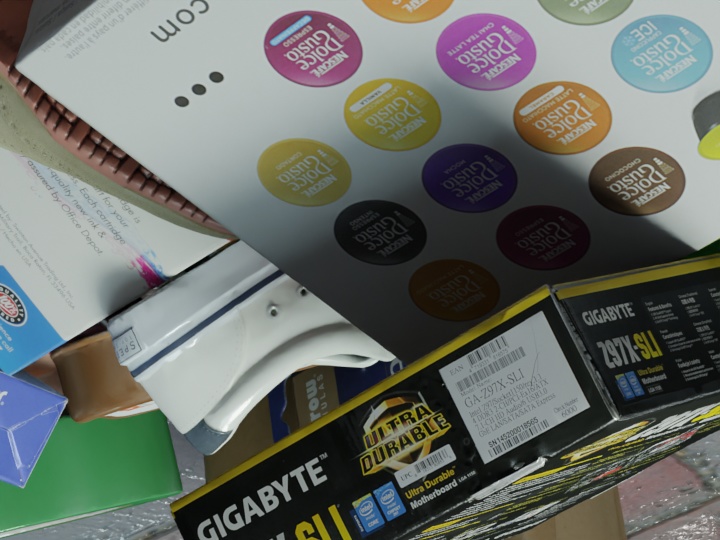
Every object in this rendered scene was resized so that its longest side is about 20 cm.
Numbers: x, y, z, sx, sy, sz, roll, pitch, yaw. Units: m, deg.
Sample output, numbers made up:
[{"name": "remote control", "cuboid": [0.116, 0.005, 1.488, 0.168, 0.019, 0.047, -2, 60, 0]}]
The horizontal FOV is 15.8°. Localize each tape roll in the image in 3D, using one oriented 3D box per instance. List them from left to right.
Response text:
[{"name": "tape roll", "cuboid": [-0.189, 0.109, 1.267, 0.200, 0.048, 0.200, -13, 175, -1]}]

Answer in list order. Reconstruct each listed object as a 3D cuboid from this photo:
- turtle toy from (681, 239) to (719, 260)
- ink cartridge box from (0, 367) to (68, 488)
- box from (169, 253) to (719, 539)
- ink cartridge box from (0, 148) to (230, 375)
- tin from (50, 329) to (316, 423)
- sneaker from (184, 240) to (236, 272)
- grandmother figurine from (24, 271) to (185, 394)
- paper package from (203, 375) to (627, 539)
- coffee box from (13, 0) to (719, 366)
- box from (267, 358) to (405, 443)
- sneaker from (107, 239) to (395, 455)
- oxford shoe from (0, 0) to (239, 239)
[{"name": "turtle toy", "cuboid": [0.151, -0.017, 0.970, 0.146, 0.101, 0.200, -26, 148, 26]}, {"name": "ink cartridge box", "cuboid": [-0.217, 0.024, 1.087, 0.094, 0.200, 0.044, 28, 89, -44]}, {"name": "box", "cuboid": [0.058, 0.050, 0.843, 0.160, 0.049, 0.200, -34, 167, 31]}, {"name": "ink cartridge box", "cuboid": [-0.092, -0.056, 0.974, 0.200, 0.067, 0.116, -29, 101, 39]}, {"name": "tin", "cuboid": [-0.037, 0.026, 1.128, 0.200, 0.042, 0.112, -17, 172, 13]}, {"name": "sneaker", "cuboid": [-0.086, -0.056, 1.104, 0.087, 0.076, 0.200, 10, 153, 13]}, {"name": "grandmother figurine", "cuboid": [-0.140, 0.039, 1.239, 0.200, 0.061, 0.121, -15, 157, 15]}, {"name": "paper package", "cuboid": [0.026, 0.115, 1.262, 0.190, 0.200, 0.103, -24, 144, 25]}, {"name": "coffee box", "cuboid": [0.041, -0.122, 0.841, 0.200, 0.200, 0.198, -31, 124, 34]}, {"name": "box", "cuboid": [0.027, 0.030, 1.199, 0.200, 0.121, 0.032, -28, 144, 29]}, {"name": "sneaker", "cuboid": [0.000, 0.000, 1.001, 0.200, 0.071, 0.073, -32, -176, -14]}, {"name": "oxford shoe", "cuboid": [-0.108, -0.070, 0.900, 0.200, 0.071, 0.074, 36, 150, 6]}]
